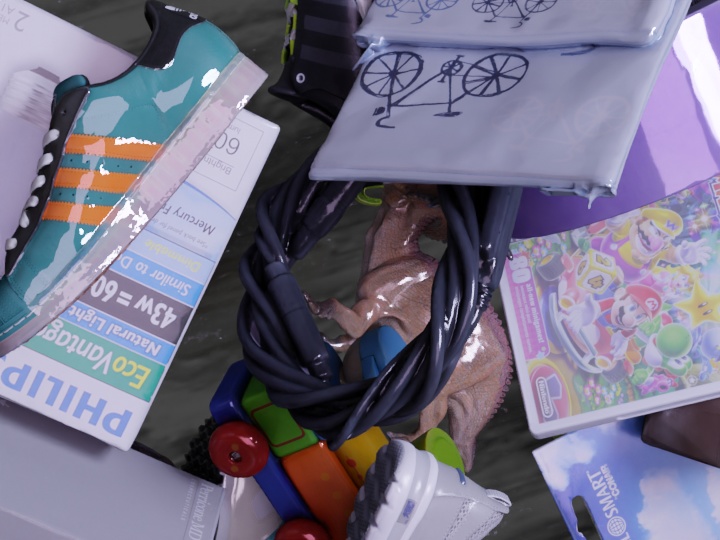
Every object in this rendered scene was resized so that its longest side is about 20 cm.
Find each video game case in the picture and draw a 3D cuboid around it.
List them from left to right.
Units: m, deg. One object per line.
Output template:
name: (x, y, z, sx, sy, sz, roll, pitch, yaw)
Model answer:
video game case: (0.185, 0.010, 0.982, 0.199, 0.018, 0.144, -14, 69, 11)

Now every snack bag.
snack bag: (0.075, -0.120, 0.858, 0.021, 0.188, 0.200, 56, 50, -44)

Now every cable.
cable: (0.000, 0.000, 0.868, 0.051, 0.163, 0.201, 46, 52, -49)

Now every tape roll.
tape roll: (0.156, -0.097, 0.938, 0.200, 0.200, 0.085, -25, 98, -7)

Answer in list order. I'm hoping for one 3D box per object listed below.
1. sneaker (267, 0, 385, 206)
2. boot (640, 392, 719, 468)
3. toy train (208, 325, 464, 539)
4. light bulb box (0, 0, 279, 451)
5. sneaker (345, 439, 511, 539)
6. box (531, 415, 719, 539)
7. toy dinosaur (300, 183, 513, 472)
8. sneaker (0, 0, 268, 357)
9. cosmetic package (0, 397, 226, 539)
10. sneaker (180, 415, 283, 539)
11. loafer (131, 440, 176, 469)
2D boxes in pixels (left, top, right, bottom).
sneaker: (-0.022, -0.134, 0.958, 0.083, 0.072, 0.200, -26, 87, -4)
boot: (0.270, 0.032, 0.992, 0.186, 0.064, 0.201, 3, 69, 15)
toy train: (0.011, 0.127, 0.932, 0.115, 0.085, 0.200, -23, 110, 25)
light bulb box: (-0.180, -0.033, 0.924, 0.198, 0.125, 0.200, 25, 89, -12)
sneaker: (0.017, 0.192, 0.885, 0.082, 0.075, 0.200, 19, 113, -10)
box: (0.214, 0.117, 1.044, 0.200, 0.048, 0.122, -27, 98, -7)
toy dinosaur: (0.048, 0.028, 0.988, 0.135, 0.086, 0.200, -32, 99, -6)
sneaker: (-0.139, -0.049, 0.835, 0.080, 0.071, 0.200, 40, 81, -6)
cosmetic package: (-0.182, 0.138, 0.893, 0.199, 0.107, 0.090, 21, 113, -8)
sneaker: (-0.060, 0.179, 1.000, 0.093, 0.070, 0.201, 3, 93, -26)
loafer: (-0.201, 0.109, 0.973, 0.199, 0.063, 0.072, 22, 113, -7)
